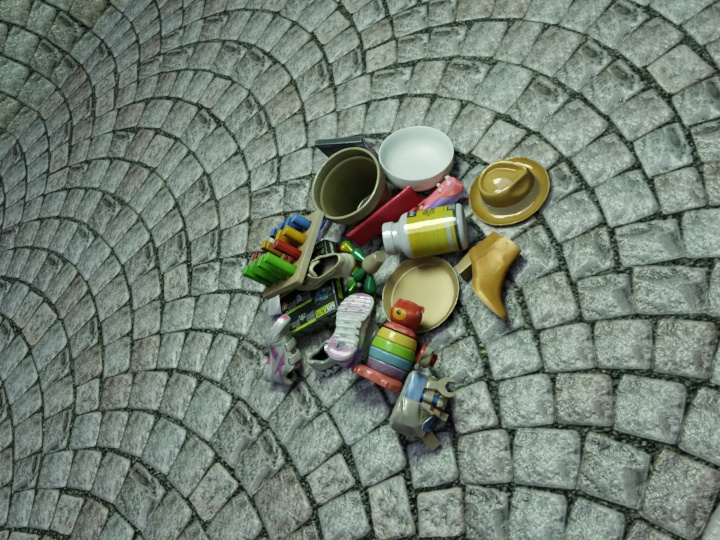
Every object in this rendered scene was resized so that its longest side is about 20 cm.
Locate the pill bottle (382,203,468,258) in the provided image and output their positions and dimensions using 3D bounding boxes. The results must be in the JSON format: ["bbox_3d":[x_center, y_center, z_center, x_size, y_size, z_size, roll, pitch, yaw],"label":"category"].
[{"bbox_3d":[0.157,-0.091,1.572,0.197,0.112,0.113,-9,61,15],"label":"pill bottle"}]

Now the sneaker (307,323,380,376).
[{"bbox_3d":[-0.041,0.189,1.577,0.199,0.081,0.076,-32,53,10],"label":"sneaker"}]

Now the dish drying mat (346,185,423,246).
[{"bbox_3d":[0.060,-0.133,1.617,0.199,0.077,0.018,-36,57,16],"label":"dish drying mat"}]

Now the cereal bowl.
[{"bbox_3d":[0.146,-0.278,1.687,0.197,0.084,0.202,-4,51,5],"label":"cereal bowl"}]

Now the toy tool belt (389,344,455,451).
[{"bbox_3d":[0.151,0.278,1.419,0.122,0.125,0.202,25,81,4],"label":"toy tool belt"}]

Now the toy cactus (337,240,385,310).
[{"bbox_3d":[0.000,0.000,1.615,0.165,0.101,0.203,-43,52,49],"label":"toy cactus"}]

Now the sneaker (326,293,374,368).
[{"bbox_3d":[-0.019,0.145,1.521,0.079,0.089,0.202,6,50,20],"label":"sneaker"}]

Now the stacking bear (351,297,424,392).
[{"bbox_3d":[0.081,0.163,1.486,0.120,0.113,0.202,19,84,35],"label":"stacking bear"}]

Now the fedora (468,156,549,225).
[{"bbox_3d":[0.348,-0.206,1.556,0.198,0.082,0.203,-12,61,23],"label":"fedora"}]

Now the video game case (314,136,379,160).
[{"bbox_3d":[-0.013,-0.299,1.731,0.141,0.200,0.019,2,73,29],"label":"video game case"}]

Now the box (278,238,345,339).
[{"bbox_3d":[-0.128,0.050,1.648,0.199,0.047,0.196,-30,63,35],"label":"box"}]

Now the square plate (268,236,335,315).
[{"bbox_3d":[-0.155,0.019,1.757,0.197,0.028,0.201,-11,62,24],"label":"square plate"}]

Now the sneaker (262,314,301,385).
[{"bbox_3d":[-0.185,0.202,1.619,0.087,0.202,0.081,17,31,17],"label":"sneaker"}]

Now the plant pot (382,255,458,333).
[{"bbox_3d":[0.147,0.059,1.570,0.198,0.027,0.203,-13,60,23],"label":"plant pot"}]

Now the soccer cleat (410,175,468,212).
[{"bbox_3d":[0.181,-0.155,1.640,0.199,0.076,0.067,-40,26,25],"label":"soccer cleat"}]

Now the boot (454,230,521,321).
[{"bbox_3d":[0.313,0.004,1.476,0.144,0.071,0.202,-41,48,8],"label":"boot"}]

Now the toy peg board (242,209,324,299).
[{"bbox_3d":[-0.201,-0.054,1.616,0.199,0.097,0.202,-23,46,54],"label":"toy peg board"}]

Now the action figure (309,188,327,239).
[{"bbox_3d":[-0.125,-0.150,1.793,0.098,0.066,0.201,19,62,39],"label":"action figure"}]

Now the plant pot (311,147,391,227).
[{"bbox_3d":[-0.002,-0.189,1.683,0.198,0.173,0.203,-12,64,24],"label":"plant pot"}]

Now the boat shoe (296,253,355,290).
[{"bbox_3d":[-0.104,-0.002,1.563,0.198,0.065,0.073,-16,69,37],"label":"boat shoe"}]
